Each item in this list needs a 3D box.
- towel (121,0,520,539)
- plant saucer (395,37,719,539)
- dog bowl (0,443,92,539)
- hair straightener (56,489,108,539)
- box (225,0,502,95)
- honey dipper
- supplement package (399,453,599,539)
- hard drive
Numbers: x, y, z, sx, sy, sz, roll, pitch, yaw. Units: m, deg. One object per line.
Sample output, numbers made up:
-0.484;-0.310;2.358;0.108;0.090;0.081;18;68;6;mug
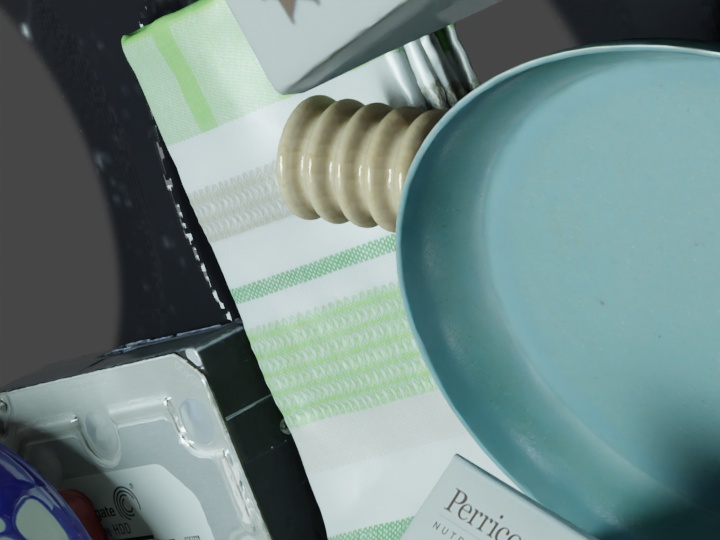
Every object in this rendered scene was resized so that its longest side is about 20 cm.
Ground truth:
0.000;0.000;0.910;0.149;0.031;0.200;-21;95;50;towel
0.104;0.016;0.764;0.200;0.027;0.200;20;137;20;plant saucer
-0.173;0.151;0.999;0.200;0.079;0.200;3;95;37;dog bowl
-0.081;0.176;1.042;0.077;0.041;0.200;-28;94;51;hair straightener
0.040;-0.182;0.649;0.200;0.171;0.199;-31;87;51;box
0.069;-0.019;0.802;0.200;0.038;0.038;10;119;31;honey dipper
0.098;0.160;0.765;0.200;0.111;0.156;29;174;36;supplement package
-0.051;0.122;1.030;0.140;0.038;0.200;-13;100;50;hard drive
